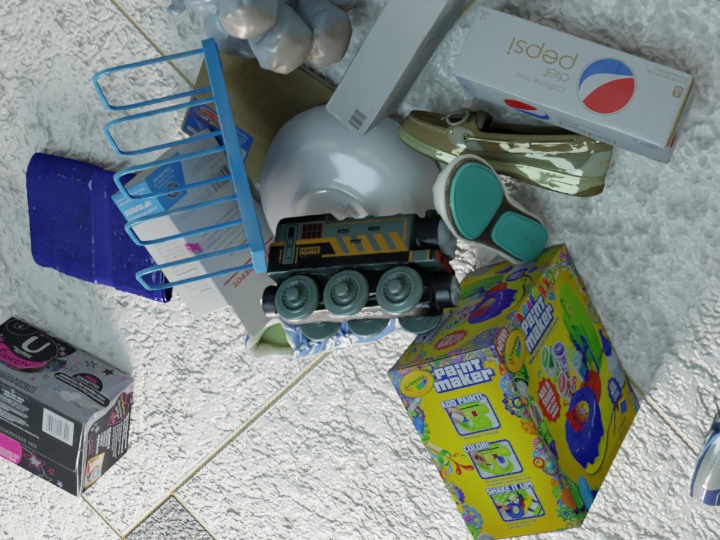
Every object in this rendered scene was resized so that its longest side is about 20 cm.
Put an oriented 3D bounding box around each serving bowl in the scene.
[{"bbox_3d":[-0.016,-0.063,1.262,0.198,0.066,0.202,11,125,15],"label":"serving bowl"}]

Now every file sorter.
[{"bbox_3d":[-0.169,-0.091,1.192,0.122,0.139,0.202,-14,83,-5],"label":"file sorter"}]

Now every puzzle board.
[{"bbox_3d":[-0.086,-0.153,1.301,0.199,0.017,0.151,34,130,10],"label":"puzzle board"}]

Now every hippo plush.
[{"bbox_3d":[-0.115,-0.257,1.164,0.160,0.160,0.200,-11,129,46],"label":"hippo plush"}]

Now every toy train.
[{"bbox_3d":[0.000,0.000,1.185,0.198,0.115,0.085,-5,157,23],"label":"toy train"}]

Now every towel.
[{"bbox_3d":[-0.297,-0.054,1.464,0.198,0.050,0.149,14,116,23],"label":"towel"}]

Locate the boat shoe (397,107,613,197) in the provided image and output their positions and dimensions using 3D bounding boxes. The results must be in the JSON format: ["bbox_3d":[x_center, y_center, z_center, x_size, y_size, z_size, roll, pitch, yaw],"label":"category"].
[{"bbox_3d":[0.133,-0.123,1.159,0.199,0.073,0.064,18,113,19],"label":"boat shoe"}]

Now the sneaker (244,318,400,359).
[{"bbox_3d":[-0.038,0.063,1.357,0.199,0.077,0.076,-16,107,34],"label":"sneaker"}]

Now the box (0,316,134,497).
[{"bbox_3d":[-0.402,0.170,1.606,0.199,0.115,0.133,23,125,15],"label":"box"}]

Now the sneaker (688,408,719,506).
[{"bbox_3d":[0.385,0.152,1.160,0.114,0.081,0.201,26,125,17],"label":"sneaker"}]

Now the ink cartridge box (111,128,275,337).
[{"bbox_3d":[-0.158,-0.033,1.338,0.068,0.115,0.201,-18,111,44],"label":"ink cartridge box"}]

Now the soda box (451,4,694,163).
[{"bbox_3d":[0.185,-0.162,1.092,0.199,0.064,0.069,22,88,17],"label":"soda box"}]

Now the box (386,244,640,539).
[{"bbox_3d":[0.151,0.115,1.197,0.121,0.200,0.194,-18,108,36],"label":"box"}]

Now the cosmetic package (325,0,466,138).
[{"bbox_3d":[0.044,-0.219,1.145,0.051,0.083,0.200,40,129,7],"label":"cosmetic package"}]

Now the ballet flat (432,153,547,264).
[{"bbox_3d":[0.105,-0.058,1.153,0.069,0.200,0.070,-11,67,29],"label":"ballet flat"}]
